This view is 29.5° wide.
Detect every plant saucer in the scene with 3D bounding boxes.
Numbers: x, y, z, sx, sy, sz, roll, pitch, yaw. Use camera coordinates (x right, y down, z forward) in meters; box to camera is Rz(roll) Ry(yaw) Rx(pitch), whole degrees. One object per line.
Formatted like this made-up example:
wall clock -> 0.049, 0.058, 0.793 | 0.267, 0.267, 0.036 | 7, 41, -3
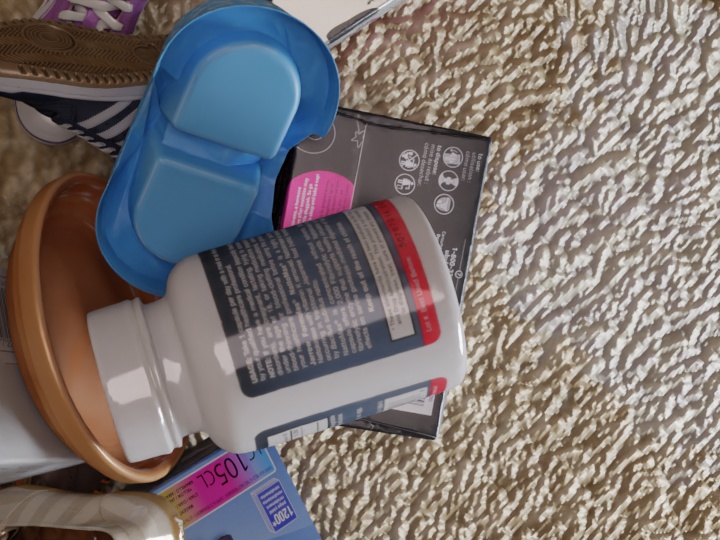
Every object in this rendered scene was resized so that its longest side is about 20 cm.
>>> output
plant saucer -> -0.165, 0.038, 0.866 | 0.037, 0.200, 0.200 | -14, 93, 16

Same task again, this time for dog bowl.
dog bowl -> -0.090, -0.078, 0.835 | 0.111, 0.050, 0.200 | 17, 117, -21

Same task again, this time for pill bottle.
pill bottle -> -0.050, 0.038, 0.793 | 0.200, 0.120, 0.120 | -16, 93, -9

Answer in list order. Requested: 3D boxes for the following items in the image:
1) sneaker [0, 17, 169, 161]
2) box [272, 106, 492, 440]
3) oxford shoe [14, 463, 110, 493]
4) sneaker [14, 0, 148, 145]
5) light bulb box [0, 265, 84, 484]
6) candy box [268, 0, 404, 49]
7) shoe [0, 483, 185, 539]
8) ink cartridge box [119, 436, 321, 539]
sneaker -> -0.166, -0.096, 0.877 | 0.200, 0.070, 0.109 | -3, 133, -38
box -> 0.000, 0.000, 0.919 | 0.132, 0.115, 0.200 | 10, 91, -9
oxford shoe -> -0.198, 0.145, 0.921 | 0.073, 0.071, 0.200 | 3, 90, -12
sneaker -> -0.174, -0.178, 0.895 | 0.073, 0.114, 0.201 | 25, 89, -8
light bulb box -> -0.297, 0.079, 0.809 | 0.200, 0.198, 0.125 | -15, 79, 12
candy box -> -0.038, -0.261, 0.935 | 0.136, 0.061, 0.200 | -33, 94, -6
shoe -> -0.199, 0.167, 0.832 | 0.200, 0.053, 0.070 | -13, 93, 31
ink cartridge box -> -0.087, 0.221, 0.910 | 0.136, 0.076, 0.200 | -29, 97, -33
